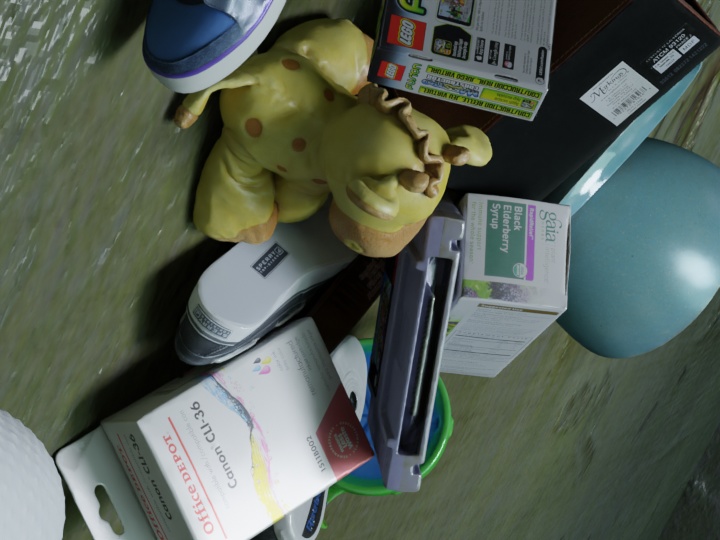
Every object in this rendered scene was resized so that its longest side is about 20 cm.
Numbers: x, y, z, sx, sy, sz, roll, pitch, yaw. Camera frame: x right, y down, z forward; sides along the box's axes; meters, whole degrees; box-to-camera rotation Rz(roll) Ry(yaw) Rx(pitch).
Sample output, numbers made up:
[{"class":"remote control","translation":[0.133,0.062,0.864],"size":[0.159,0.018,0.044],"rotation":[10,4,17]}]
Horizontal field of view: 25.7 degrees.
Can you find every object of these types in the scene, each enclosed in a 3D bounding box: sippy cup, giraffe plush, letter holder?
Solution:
[{"class":"sippy cup","translation":[0.014,0.140,1.398],"size":[0.177,0.140,0.130],"rotation":[-17,163,0]},{"class":"giraffe plush","translation":[-0.007,-0.079,1.033],"size":[0.173,0.162,0.200],"rotation":[-50,156,-19]},{"class":"letter holder","translation":[0.126,-0.160,1.116],"size":[0.200,0.142,0.100],"rotation":[-42,140,22]}]

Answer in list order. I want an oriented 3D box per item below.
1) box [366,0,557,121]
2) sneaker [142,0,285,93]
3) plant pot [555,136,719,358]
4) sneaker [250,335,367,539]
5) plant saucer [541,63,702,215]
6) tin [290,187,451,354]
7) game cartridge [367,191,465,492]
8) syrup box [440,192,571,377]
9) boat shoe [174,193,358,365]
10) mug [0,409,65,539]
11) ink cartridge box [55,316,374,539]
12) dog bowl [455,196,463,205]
[{"class":"box","translation":[0.072,-0.197,1.014],"size":[0.035,0.110,0.201],"rotation":[111,-10,-58]},{"class":"sneaker","translation":[-0.085,-0.208,0.847],"size":[0.200,0.080,0.146],"rotation":[-56,149,0]},{"class":"plant pot","translation":[0.212,-0.041,1.388],"size":[0.135,0.200,0.201],"rotation":[31,90,-30]},{"class":"sneaker","translation":[-0.071,0.130,1.260],"size":[0.200,0.111,0.073],"rotation":[-69,145,-41]},{"class":"plant saucer","translation":[0.185,-0.093,1.218],"size":[0.200,0.027,0.200],"rotation":[-45,172,-8]},{"class":"tin","translation":[0.000,0.000,1.242],"size":[0.200,0.042,0.112],"rotation":[-52,-170,-16]},{"class":"game cartridge","translation":[0.035,0.041,1.132],"size":[0.130,0.038,0.201],"rotation":[-121,-142,-70]},{"class":"syrup box","translation":[0.089,0.015,1.168],"size":[0.200,0.081,0.079],"rotation":[118,-23,-70]},{"class":"boat shoe","translation":[-0.065,0.006,1.141],"size":[0.068,0.072,0.200],"rotation":[-51,177,40]},{"class":"mug","translation":[-0.260,0.146,0.847],"size":[0.200,0.148,0.175],"rotation":[-32,168,12]},{"class":"ink cartridge box","translation":[-0.100,0.129,1.113],"size":[0.200,0.067,0.117],"rotation":[-31,100,-31]},{"class":"dog bowl","translation":[0.123,-0.009,1.512],"size":[0.200,0.059,0.200],"rotation":[-45,152,-32]}]
